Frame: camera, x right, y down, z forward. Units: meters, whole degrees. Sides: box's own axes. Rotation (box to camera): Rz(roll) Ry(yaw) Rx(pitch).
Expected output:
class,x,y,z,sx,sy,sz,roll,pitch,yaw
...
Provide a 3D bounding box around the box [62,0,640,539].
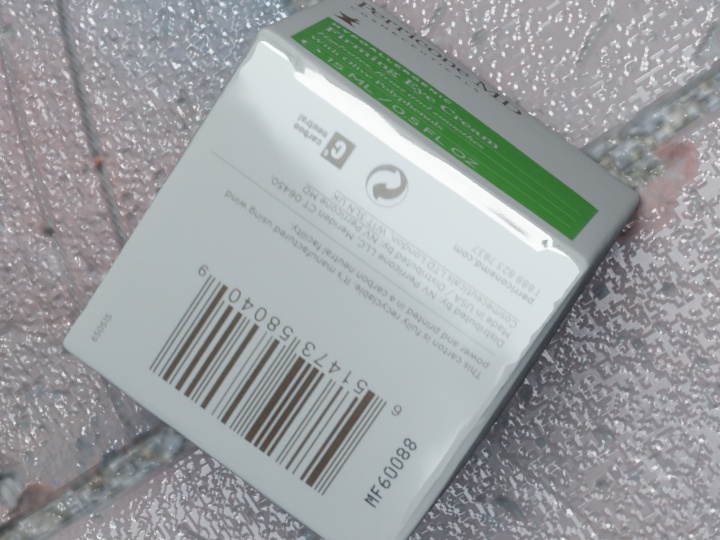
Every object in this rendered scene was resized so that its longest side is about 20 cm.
class,x,y,z,sx,sy,sz,roll,pitch,yaw
box,0.000,0.000,1.495,0.199,0.171,0.200,36,108,5
